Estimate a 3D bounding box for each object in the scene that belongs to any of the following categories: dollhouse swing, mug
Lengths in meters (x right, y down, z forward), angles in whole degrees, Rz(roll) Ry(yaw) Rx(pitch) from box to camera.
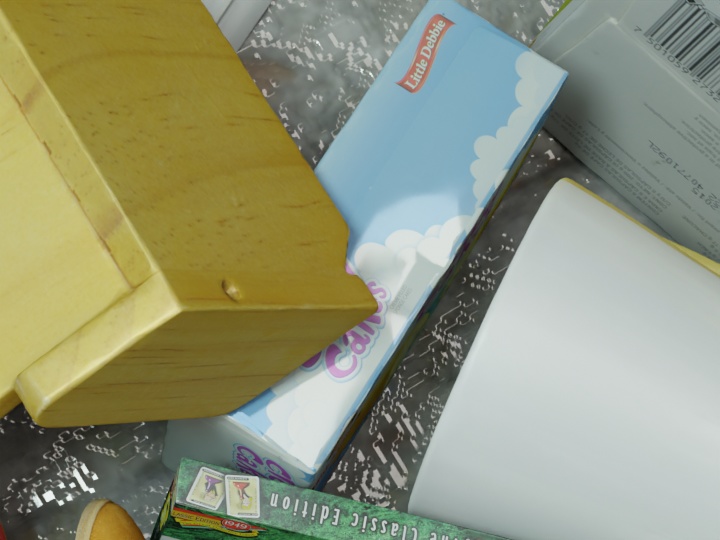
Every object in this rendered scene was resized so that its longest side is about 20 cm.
[{"bbox_3d":[-0.140,-0.012,0.918,0.181,0.176,0.200,1,50,-58],"label":"dollhouse swing"},{"bbox_3d":[0.125,0.047,0.999,0.153,0.150,0.187,24,64,8],"label":"mug"}]

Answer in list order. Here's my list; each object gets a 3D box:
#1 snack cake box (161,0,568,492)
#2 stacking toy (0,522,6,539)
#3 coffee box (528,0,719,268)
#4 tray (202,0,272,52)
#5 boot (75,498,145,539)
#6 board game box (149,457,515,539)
[{"bbox_3d":[0.000,0.000,1.008,0.067,0.115,0.200,32,70,3],"label":"snack cake box"},{"bbox_3d":[-0.191,0.088,0.943,0.145,0.146,0.201,-2,61,-16],"label":"stacking toy"},{"bbox_3d":[0.218,-0.113,1.055,0.200,0.200,0.198,40,69,-2],"label":"coffee box"},{"bbox_3d":[-0.120,-0.161,1.046,0.200,0.022,0.108,39,69,-17],"label":"tray"},{"bbox_3d":[-0.023,0.174,0.937,0.143,0.071,0.202,-10,100,18],"label":"boot"},{"bbox_3d":[0.017,0.124,0.979,0.199,0.105,0.024,14,60,-5],"label":"board game box"}]
